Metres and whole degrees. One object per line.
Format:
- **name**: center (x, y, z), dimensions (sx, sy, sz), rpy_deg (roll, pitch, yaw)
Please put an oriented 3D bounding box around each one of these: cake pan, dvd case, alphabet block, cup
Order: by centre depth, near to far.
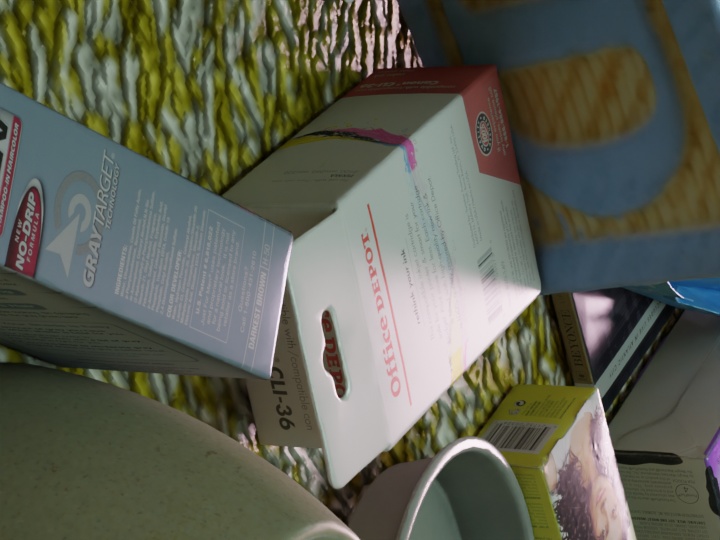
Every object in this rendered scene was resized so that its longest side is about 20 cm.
- **cup**: center (-0.075, 0.136, 1.023), dimensions (0.200, 0.143, 0.200), rpy_deg (-3, 94, -59)
- **cake pan**: center (0.033, 0.175, 1.284), dimensions (0.200, 0.037, 0.200), rpy_deg (0, 90, -67)
- **alphabet block**: center (0.162, -0.119, 1.291), dimensions (0.200, 0.195, 0.196), rpy_deg (-30, 106, -37)
- **dvd case**: center (0.127, -0.047, 1.474), dimensions (0.149, 0.016, 0.200), rpy_deg (-50, 131, -48)

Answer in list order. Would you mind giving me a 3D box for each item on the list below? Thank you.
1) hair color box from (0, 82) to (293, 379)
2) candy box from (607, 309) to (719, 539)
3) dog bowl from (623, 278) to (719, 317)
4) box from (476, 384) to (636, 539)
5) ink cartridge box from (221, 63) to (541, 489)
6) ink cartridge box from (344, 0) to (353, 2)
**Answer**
- **hair color box**: center (-0.119, -0.013, 0.985), dimensions (0.200, 0.099, 0.061), rpy_deg (26, 69, -57)
- **candy box**: center (0.212, 0.133, 1.568), dimensions (0.168, 0.072, 0.200), rpy_deg (-51, 133, -45)
- **dog bowl**: center (0.173, -0.033, 1.487), dimensions (0.200, 0.050, 0.112), rpy_deg (18, 75, -59)
- **box**: center (0.107, 0.159, 1.417), dimensions (0.075, 0.050, 0.200), rpy_deg (-51, 133, -46)
- **ink cartridge box**: center (0.000, 0.000, 1.215), dimensions (0.200, 0.067, 0.117), rpy_deg (-42, 126, -52)
- **ink cartridge box**: center (-0.010, -0.212, 1.189), dimensions (0.200, 0.067, 0.117), rpy_deg (-60, 139, -40)
